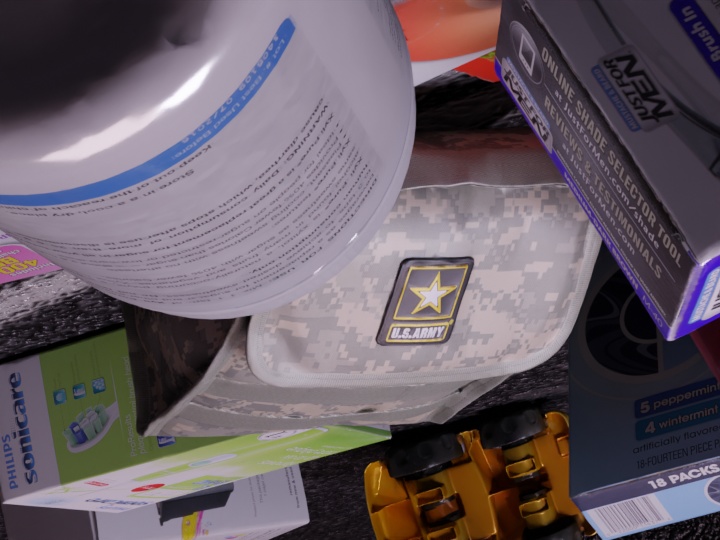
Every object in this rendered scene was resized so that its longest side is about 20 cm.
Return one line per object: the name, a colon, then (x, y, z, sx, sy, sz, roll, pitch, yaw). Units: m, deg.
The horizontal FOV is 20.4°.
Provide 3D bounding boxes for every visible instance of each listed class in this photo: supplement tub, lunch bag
supplement tub: (-0.060, -0.065, 0.531, 0.131, 0.133, 0.200, -14, 166, 6)
lunch bag: (0.000, 0.000, 0.891, 0.163, 0.119, 0.200, -1, 160, -26)

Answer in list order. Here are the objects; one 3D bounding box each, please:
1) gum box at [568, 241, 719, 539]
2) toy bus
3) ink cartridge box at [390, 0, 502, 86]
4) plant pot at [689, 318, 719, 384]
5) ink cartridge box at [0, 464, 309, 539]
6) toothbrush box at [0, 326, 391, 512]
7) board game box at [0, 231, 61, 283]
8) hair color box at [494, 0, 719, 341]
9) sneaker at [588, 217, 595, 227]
gum box: (0.188, 0.022, 0.994, 0.169, 0.201, 0.045, -19, 134, 24)
toy bus: (0.123, 0.199, 1.832, 0.199, 0.137, 0.192, -19, 179, 14)
ink cartridge box: (0.055, -0.091, 0.713, 0.161, 0.051, 0.199, -22, 161, 36)
plant pot: (0.216, -0.031, 0.838, 0.178, 0.201, 0.200, -29, 165, 3)
ink cartridge box: (-0.163, 0.186, 1.582, 0.199, 0.086, 0.147, -4, 164, -38)
toothbrush box: (-0.102, 0.081, 1.200, 0.199, 0.087, 0.145, -15, 166, 18)
board game box: (-0.202, -0.026, 0.762, 0.152, 0.041, 0.200, -13, 167, 2)
hair color box: (0.152, -0.076, 0.608, 0.199, 0.110, 0.065, -26, 158, -12)
sneaker: (0.173, -0.049, 0.691, 0.200, 0.115, 0.075, -46, -179, -27)
